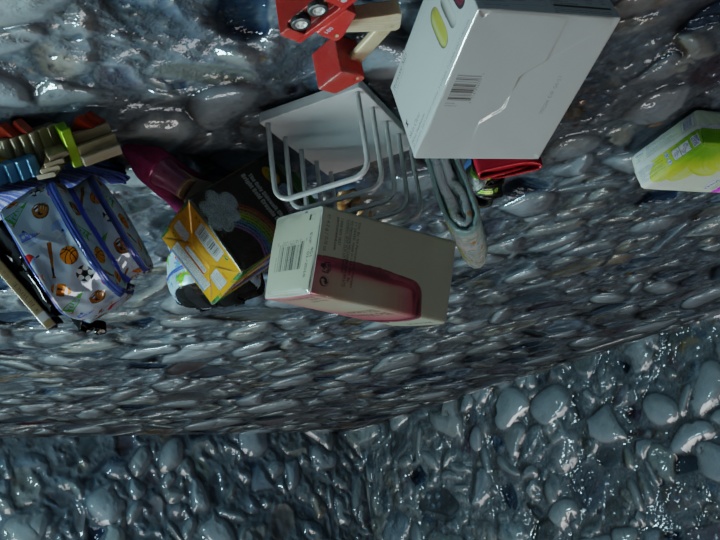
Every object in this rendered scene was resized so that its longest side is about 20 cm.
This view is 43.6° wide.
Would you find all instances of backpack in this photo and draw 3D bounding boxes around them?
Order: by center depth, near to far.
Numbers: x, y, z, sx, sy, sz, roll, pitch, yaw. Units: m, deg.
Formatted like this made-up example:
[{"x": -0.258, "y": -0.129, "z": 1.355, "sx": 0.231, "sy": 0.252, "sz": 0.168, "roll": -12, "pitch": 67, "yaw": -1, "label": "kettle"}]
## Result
[{"x": -0.347, "y": -0.026, "z": 1.096, "sx": 0.154, "sy": 0.200, "sz": 0.191, "roll": -36, "pitch": -176, "yaw": 0, "label": "backpack"}, {"x": -0.245, "y": -0.003, "z": 1.465, "sx": 0.163, "sy": 0.154, "sz": 0.200, "roll": -7, "pitch": -177, "yaw": 0, "label": "backpack"}]

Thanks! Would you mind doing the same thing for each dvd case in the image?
[{"x": -0.434, "y": -0.008, "z": 1.090, "sx": 0.016, "sy": 0.200, "sz": 0.149, "roll": -41, "pitch": -172, "yaw": -13, "label": "dvd case"}]

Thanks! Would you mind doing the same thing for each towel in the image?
[{"x": -0.415, "y": -0.109, "z": 1.162, "sx": 0.200, "sy": 0.024, "sz": 0.145, "roll": -12, "pitch": 178, "yaw": 8, "label": "towel"}, {"x": 0.123, "y": -0.116, "z": 1.188, "sx": 0.048, "sy": 0.200, "sz": 0.171, "roll": -18, "pitch": 162, "yaw": 10, "label": "towel"}]

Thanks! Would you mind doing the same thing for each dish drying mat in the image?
[{"x": 0.168, "y": -0.170, "z": 1.093, "sx": 0.077, "sy": 0.200, "sz": 0.018, "roll": -13, "pitch": 124, "yaw": 9, "label": "dish drying mat"}]

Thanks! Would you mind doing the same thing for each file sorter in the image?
[{"x": -0.017, "y": -0.132, "z": 1.165, "sx": 0.139, "sy": 0.125, "sz": 0.200, "roll": -15, "pitch": 162, "yaw": 20, "label": "file sorter"}]

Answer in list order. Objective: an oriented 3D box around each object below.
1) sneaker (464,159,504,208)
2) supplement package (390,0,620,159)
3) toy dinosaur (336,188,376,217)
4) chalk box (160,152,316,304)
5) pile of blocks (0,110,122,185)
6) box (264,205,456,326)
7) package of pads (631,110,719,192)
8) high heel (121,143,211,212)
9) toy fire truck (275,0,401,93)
[{"x": 0.189, "y": -0.148, "z": 1.304, "sx": 0.071, "sy": 0.083, "sz": 0.200, "roll": -9, "pitch": 161, "yaw": -2, "label": "sneaker"}, {"x": 0.140, "y": -0.223, "z": 0.937, "sx": 0.156, "sy": 0.111, "sz": 0.200, "roll": -2, "pitch": 144, "yaw": -19, "label": "supplement package"}, {"x": -0.028, "y": -0.056, "z": 1.451, "sx": 0.106, "sy": 0.060, "sz": 0.200, "roll": -23, "pitch": 133, "yaw": -37, "label": "toy dinosaur"}, {"x": -0.150, "y": -0.069, "z": 1.254, "sx": 0.200, "sy": 0.125, "sz": 0.124, "roll": -36, "pitch": 178, "yaw": -38, "label": "chalk box"}, {"x": -0.381, "y": -0.146, "z": 1.049, "sx": 0.200, "sy": 0.062, "sz": 0.082, "roll": -13, "pitch": -154, "yaw": 3, "label": "pile of blocks"}, {"x": 0.000, "y": 0.000, "z": 1.130, "sx": 0.200, "sy": 0.109, "sz": 0.128, "roll": 14, "pitch": 169, "yaw": -29, "label": "box"}, {"x": 0.546, "y": -0.182, "z": 1.405, "sx": 0.200, "sy": 0.068, "sz": 0.155, "roll": 0, "pitch": 158, "yaw": -25, "label": "package of pads"}, {"x": -0.262, "y": -0.128, "z": 1.233, "sx": 0.096, "sy": 0.067, "sz": 0.200, "roll": 36, "pitch": 171, "yaw": 2, "label": "high heel"}, {"x": -0.007, "y": -0.262, "z": 0.922, "sx": 0.200, "sy": 0.049, "sz": 0.141, "roll": -26, "pitch": 156, "yaw": 39, "label": "toy fire truck"}]
